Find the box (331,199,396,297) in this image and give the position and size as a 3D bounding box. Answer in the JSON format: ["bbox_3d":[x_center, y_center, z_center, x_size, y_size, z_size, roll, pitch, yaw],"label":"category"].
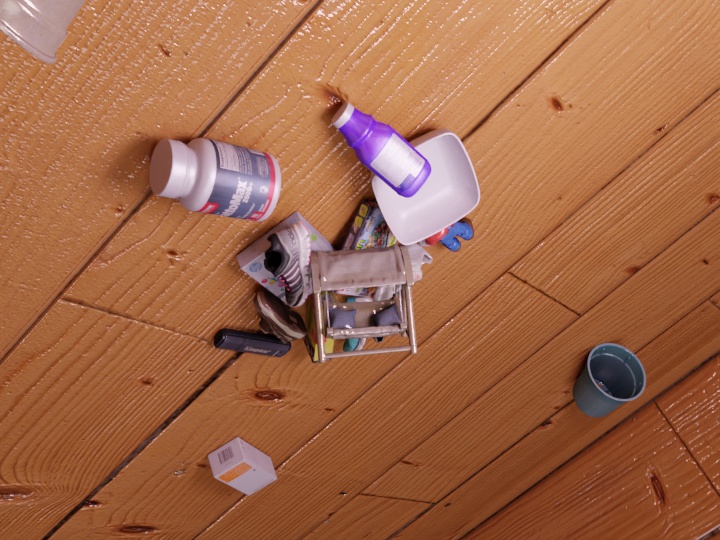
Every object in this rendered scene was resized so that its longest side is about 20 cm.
[{"bbox_3d":[0.012,-0.042,1.666,0.109,0.035,0.203,7,116,-41],"label":"box"}]

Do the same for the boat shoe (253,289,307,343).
[{"bbox_3d":[-0.188,0.112,1.740,0.074,0.076,0.202,-27,145,10],"label":"boat shoe"}]

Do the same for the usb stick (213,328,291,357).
[{"bbox_3d":[-0.241,0.165,1.803,0.198,0.033,0.056,15,126,-44],"label":"usb stick"}]

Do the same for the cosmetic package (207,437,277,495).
[{"bbox_3d":[-0.319,0.535,2.176,0.100,0.072,0.200,-31,145,5],"label":"cosmetic package"}]

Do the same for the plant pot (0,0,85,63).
[{"bbox_3d":[-0.374,-0.382,0.931,0.183,0.201,0.200,-44,143,3],"label":"plant pot"}]

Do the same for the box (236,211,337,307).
[{"bbox_3d":[-0.136,-0.019,1.640,0.155,0.042,0.200,-35,143,8],"label":"box"}]

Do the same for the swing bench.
[{"bbox_3d":[0.004,0.059,1.577,0.195,0.130,0.204,-5,103,-5],"label":"swing bench"}]

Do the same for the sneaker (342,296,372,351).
[{"bbox_3d":[-0.018,0.125,1.885,0.078,0.078,0.202,11,138,-5],"label":"sneaker"}]

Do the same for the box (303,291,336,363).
[{"bbox_3d":[-0.091,0.122,1.814,0.049,0.076,0.202,-12,143,-19],"label":"box"}]

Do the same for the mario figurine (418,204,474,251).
[{"bbox_3d":[0.171,-0.110,1.721,0.199,0.105,0.126,22,86,-59],"label":"mario figurine"}]

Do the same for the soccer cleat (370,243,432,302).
[{"bbox_3d":[0.089,0.009,1.713,0.201,0.077,0.070,-51,166,-41],"label":"soccer cleat"}]

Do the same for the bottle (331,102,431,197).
[{"bbox_3d":[0.035,-0.217,1.427,0.199,0.065,0.084,37,93,-22],"label":"bottle"}]

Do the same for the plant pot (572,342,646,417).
[{"bbox_3d":[0.799,0.375,2.621,0.197,0.203,0.197,-13,150,-19],"label":"plant pot"}]

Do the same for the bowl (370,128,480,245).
[{"bbox_3d":[0.121,-0.171,1.563,0.197,0.075,0.202,-28,127,1],"label":"bowl"}]

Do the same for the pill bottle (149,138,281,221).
[{"bbox_3d":[-0.243,-0.154,1.336,0.197,0.121,0.120,7,132,-38],"label":"pill bottle"}]

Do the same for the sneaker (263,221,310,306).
[{"bbox_3d":[-0.147,-0.006,1.554,0.086,0.074,0.202,-12,137,-18],"label":"sneaker"}]

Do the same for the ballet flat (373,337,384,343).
[{"bbox_3d":[0.065,0.091,1.891,0.065,0.057,0.202,-9,140,-25],"label":"ballet flat"}]
